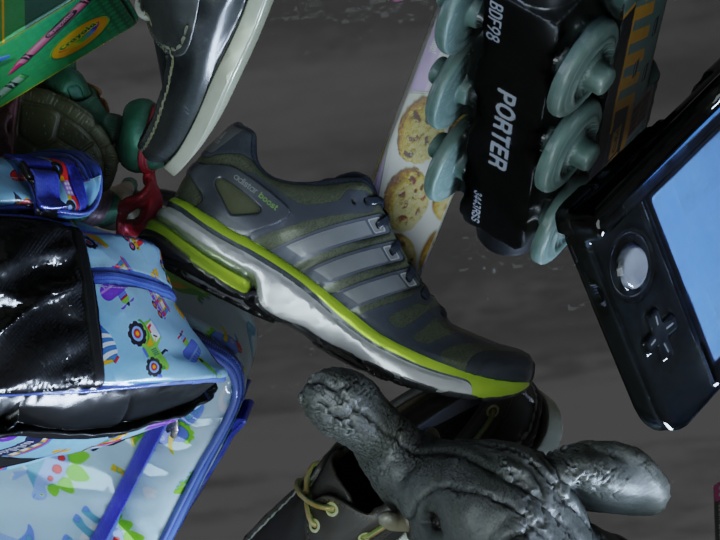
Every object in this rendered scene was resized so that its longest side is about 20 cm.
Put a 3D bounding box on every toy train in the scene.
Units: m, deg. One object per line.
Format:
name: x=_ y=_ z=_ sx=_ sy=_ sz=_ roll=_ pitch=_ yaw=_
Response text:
toy train: x=0.086 y=-0.090 z=1.030 sx=0.085 sy=0.114 sz=0.200 roll=30 pitch=150 yaw=18

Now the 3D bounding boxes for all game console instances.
game console: x=0.188 y=-0.050 z=1.006 sx=0.116 sy=0.200 sz=0.176 roll=2 pitch=124 yaw=46

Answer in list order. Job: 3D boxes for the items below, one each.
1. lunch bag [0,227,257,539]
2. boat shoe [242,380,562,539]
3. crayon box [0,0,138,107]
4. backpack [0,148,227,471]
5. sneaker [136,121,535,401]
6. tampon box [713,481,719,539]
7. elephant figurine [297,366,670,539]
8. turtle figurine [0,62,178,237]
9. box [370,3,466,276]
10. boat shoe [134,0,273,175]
lunch bag: x=-0.149 y=0.078 z=1.202 sx=0.161 sy=0.082 sz=0.200 roll=26 pitch=118 yaw=-8
boat shoe: x=0.004 y=0.109 z=1.193 sx=0.201 sy=0.072 sz=0.061 roll=-35 pitch=132 yaw=15
crayon box: x=-0.217 y=-0.115 z=1.060 sx=0.200 sy=0.058 sz=0.119 roll=-32 pitch=72 yaw=0
backpack: x=-0.165 y=0.023 z=1.033 sx=0.183 sy=0.200 sz=0.135 roll=-15 pitch=82 yaw=41
sneaker: x=0.000 y=0.000 z=1.099 sx=0.200 sy=0.074 sz=0.081 roll=28 pitch=84 yaw=-16
tampon box: x=0.288 y=0.150 z=1.135 sx=0.200 sy=0.150 sz=0.126 roll=-27 pitch=111 yaw=19
elephant figurine: x=0.075 y=0.132 z=1.088 sx=0.155 sy=0.142 sz=0.200 roll=-17 pitch=141 yaw=0
turtle figurine: x=-0.152 y=-0.078 z=1.117 sx=0.200 sy=0.101 sz=0.150 roll=9 pitch=117 yaw=10
box: x=0.037 y=-0.073 z=1.120 sx=0.041 sy=0.039 sz=0.200 roll=21 pitch=118 yaw=-3
boat shoe: x=-0.067 y=-0.128 z=1.013 sx=0.068 sy=0.072 sz=0.200 roll=21 pitch=130 yaw=-1
